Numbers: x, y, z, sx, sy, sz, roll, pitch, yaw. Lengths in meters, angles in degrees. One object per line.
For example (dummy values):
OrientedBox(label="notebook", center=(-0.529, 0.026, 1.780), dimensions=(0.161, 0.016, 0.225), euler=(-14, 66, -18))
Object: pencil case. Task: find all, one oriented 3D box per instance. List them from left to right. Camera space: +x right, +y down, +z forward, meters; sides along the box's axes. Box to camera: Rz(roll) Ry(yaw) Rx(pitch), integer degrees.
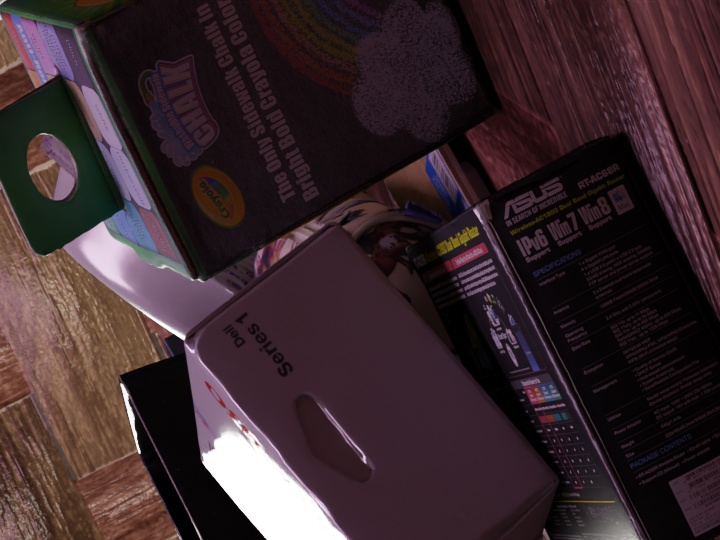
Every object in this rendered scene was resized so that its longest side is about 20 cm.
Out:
OrientedBox(label="pencil case", center=(0.000, 0.000, 1.437), dimensions=(0.089, 0.078, 0.200), euler=(46, 175, -12))

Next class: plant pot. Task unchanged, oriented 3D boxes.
OrientedBox(label="plant pot", center=(-0.011, 0.130, 1.684), dimensions=(0.201, 0.177, 0.200), euler=(62, 172, 14))

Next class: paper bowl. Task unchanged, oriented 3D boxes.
OrientedBox(label="paper bowl", center=(-0.103, -0.026, 1.756), dimensions=(0.200, 0.105, 0.201), euler=(36, -177, -2))

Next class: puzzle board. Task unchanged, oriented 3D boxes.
OrientedBox(label="puzzle board", center=(0.030, -0.054, 1.426), dimensions=(0.201, 0.017, 0.151), euler=(60, 170, 17))

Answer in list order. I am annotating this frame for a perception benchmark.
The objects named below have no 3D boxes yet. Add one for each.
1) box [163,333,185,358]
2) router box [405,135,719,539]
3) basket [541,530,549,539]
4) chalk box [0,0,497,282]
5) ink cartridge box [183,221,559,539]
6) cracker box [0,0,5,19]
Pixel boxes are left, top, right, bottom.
OrientedBox(label="box", center=(-0.030, 0.143, 2.055), dimensions=(0.197, 0.117, 0.200), euler=(59, 171, 33))
OrientedBox(label="router box", center=(0.088, 0.036, 1.169), dimensions=(0.150, 0.062, 0.200), euler=(63, 172, 0))
OrientedBox(label="basket", center=(0.101, 0.235, 1.492), dimensions=(0.201, 0.123, 0.136), euler=(65, 173, -13))
OrientedBox(label="chalk box", center=(-0.068, -0.080, 1.263), dimensions=(0.125, 0.199, 0.124), euler=(66, 164, -18))
OrientedBox(label="ink cartridge box", center=(0.003, 0.083, 1.248), dimensions=(0.145, 0.084, 0.200), euler=(49, 168, 13))
OrientedBox(label="cracker box", center=(-0.136, -0.204, 1.344), dimensions=(0.134, 0.199, 0.058), euler=(63, 171, 1))
